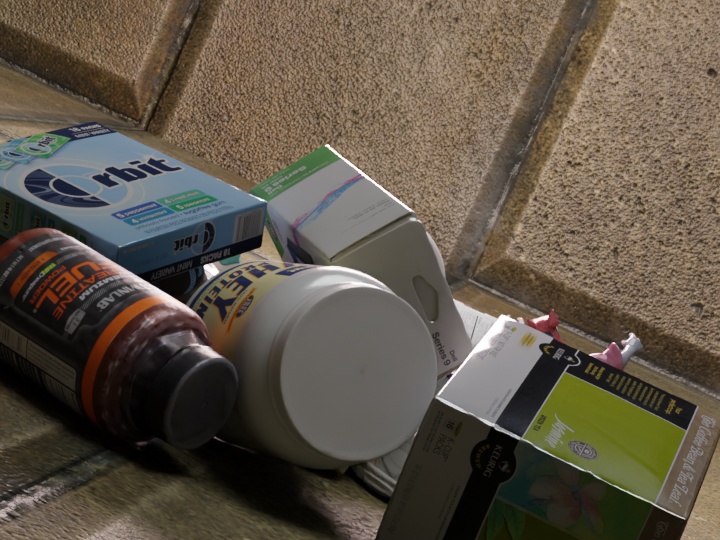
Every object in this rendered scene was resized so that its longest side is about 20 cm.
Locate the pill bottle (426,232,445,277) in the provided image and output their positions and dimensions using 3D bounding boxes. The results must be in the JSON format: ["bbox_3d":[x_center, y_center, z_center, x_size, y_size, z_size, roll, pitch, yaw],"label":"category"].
[{"bbox_3d":[-0.018,0.034,1.885,0.112,0.112,0.200,27,41,25],"label":"pill bottle"}]

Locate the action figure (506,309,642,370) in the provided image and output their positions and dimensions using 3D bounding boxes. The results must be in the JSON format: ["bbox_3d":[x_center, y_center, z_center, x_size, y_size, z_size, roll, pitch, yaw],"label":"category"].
[{"bbox_3d":[0.190,0.120,1.933,0.134,0.149,0.200,-5,-47,33],"label":"action figure"}]

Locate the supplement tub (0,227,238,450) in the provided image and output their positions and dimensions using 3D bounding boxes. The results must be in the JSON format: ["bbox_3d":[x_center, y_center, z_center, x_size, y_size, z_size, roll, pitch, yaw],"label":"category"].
[{"bbox_3d":[-0.178,0.052,1.451,0.200,0.107,0.107,28,7,34],"label":"supplement tub"}]

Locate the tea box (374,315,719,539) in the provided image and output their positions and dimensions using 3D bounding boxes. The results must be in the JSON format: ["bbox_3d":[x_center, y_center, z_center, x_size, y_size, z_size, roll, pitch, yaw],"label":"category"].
[{"bbox_3d":[0.144,0.155,1.503,0.196,0.134,0.200,25,22,11],"label":"tea box"}]

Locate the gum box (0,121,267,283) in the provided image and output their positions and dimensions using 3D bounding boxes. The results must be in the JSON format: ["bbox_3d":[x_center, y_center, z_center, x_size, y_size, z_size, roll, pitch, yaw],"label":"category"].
[{"bbox_3d":[-0.204,-0.054,1.629,0.200,0.045,0.170,25,28,32],"label":"gum box"}]

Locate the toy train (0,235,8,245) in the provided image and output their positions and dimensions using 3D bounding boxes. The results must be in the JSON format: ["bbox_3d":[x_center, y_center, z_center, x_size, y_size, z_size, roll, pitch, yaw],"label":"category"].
[{"bbox_3d":[-0.255,0.007,1.695,0.200,0.085,0.114,26,16,17],"label":"toy train"}]

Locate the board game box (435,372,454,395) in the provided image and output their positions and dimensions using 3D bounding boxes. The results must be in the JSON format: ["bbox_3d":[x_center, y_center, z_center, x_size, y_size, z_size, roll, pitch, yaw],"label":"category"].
[{"bbox_3d":[0.103,0.142,1.798,0.200,0.105,0.103,17,9,-45],"label":"board game box"}]

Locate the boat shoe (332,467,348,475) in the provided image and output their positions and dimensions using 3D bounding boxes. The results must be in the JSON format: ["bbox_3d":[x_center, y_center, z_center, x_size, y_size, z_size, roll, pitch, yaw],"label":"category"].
[{"bbox_3d":[-0.043,0.085,1.679,0.072,0.065,0.200,52,4,-41],"label":"boat shoe"}]

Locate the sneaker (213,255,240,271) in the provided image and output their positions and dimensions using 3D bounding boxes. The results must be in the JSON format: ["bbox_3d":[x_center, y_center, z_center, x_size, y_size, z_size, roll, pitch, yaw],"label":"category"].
[{"bbox_3d":[-0.212,-0.029,2.088,0.199,0.094,0.070,22,6,-21],"label":"sneaker"}]

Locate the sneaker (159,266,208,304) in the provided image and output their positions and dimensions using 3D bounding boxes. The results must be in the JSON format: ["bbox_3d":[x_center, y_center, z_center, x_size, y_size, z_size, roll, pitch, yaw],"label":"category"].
[{"bbox_3d":[-0.224,-0.033,1.782,0.199,0.073,0.082,16,-37,12],"label":"sneaker"}]

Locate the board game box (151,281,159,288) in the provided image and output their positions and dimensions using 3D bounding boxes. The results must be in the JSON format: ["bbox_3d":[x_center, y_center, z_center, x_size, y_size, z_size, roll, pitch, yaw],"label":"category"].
[{"bbox_3d":[-0.221,-0.044,1.685,0.120,0.032,0.200,3,24,-6],"label":"board game box"}]

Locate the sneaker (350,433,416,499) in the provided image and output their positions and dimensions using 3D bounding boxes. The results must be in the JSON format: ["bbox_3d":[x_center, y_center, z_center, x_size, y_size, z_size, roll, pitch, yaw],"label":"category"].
[{"bbox_3d":[0.028,0.129,1.676,0.076,0.092,0.200,19,9,-45],"label":"sneaker"}]

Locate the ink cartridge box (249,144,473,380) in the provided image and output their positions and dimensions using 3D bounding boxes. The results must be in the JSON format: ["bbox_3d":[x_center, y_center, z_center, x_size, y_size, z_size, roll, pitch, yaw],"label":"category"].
[{"bbox_3d":[0.000,0.000,1.683,0.200,0.087,0.146,39,-24,61],"label":"ink cartridge box"}]

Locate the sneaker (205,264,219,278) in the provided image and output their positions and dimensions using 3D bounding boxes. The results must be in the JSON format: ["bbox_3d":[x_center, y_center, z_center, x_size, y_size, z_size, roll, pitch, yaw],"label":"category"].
[{"bbox_3d":[-0.146,0.037,1.974,0.088,0.076,0.200,0,17,-46],"label":"sneaker"}]

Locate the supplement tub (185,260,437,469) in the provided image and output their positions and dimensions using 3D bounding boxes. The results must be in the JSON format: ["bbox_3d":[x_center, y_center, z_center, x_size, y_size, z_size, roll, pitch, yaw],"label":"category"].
[{"bbox_3d":[-0.042,0.068,1.503,0.145,0.145,0.200,22,-7,-25],"label":"supplement tub"}]

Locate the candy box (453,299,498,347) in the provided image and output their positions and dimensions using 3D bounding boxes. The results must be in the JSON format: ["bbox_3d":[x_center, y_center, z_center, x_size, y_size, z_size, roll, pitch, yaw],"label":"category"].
[{"bbox_3d":[0.083,0.087,2.095,0.199,0.061,0.136,25,-31,-7],"label":"candy box"}]
